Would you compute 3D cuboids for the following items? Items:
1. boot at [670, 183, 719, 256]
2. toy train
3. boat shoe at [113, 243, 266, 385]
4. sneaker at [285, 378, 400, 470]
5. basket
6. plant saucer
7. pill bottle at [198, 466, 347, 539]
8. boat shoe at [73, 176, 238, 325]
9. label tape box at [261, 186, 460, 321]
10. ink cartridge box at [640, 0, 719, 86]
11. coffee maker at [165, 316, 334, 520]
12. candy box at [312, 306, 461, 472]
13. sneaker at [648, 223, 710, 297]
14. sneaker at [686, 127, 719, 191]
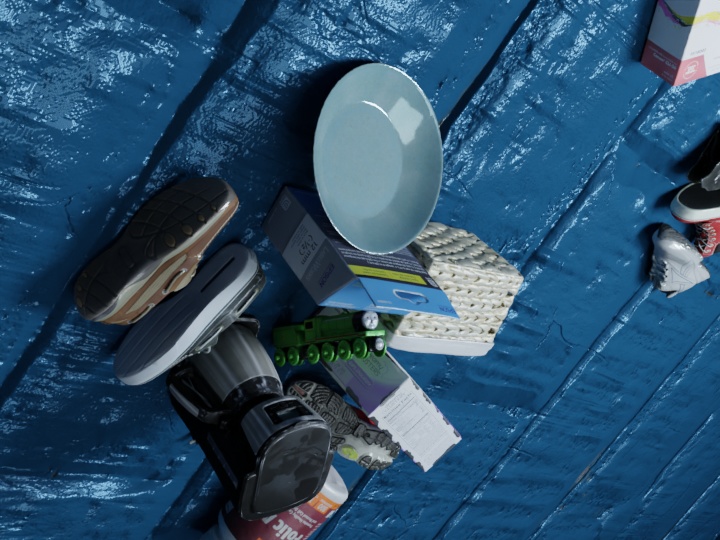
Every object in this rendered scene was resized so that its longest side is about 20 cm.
[{"bbox_3d":[0.551,-0.071,1.643,0.199,0.072,0.145,-14,136,-36],"label":"boot"},{"bbox_3d":[-0.040,0.079,1.191,0.041,0.199,0.057,0,82,-38],"label":"toy train"},{"bbox_3d":[-0.179,0.060,1.124,0.200,0.072,0.071,-41,138,-4],"label":"boat shoe"},{"bbox_3d":[-0.036,0.206,1.389,0.200,0.085,0.077,39,90,-30],"label":"sneaker"},{"bbox_3d":[0.087,0.016,1.269,0.199,0.136,0.124,10,115,-45],"label":"basket"},{"bbox_3d":[0.011,-0.119,1.100,0.200,0.038,0.203,-3,94,-45],"label":"plant saucer"},{"bbox_3d":[-0.123,0.338,1.404,0.200,0.114,0.114,-45,142,3],"label":"pill bottle"},{"bbox_3d":[-0.200,-0.017,1.040,0.199,0.076,0.072,-38,147,9],"label":"boat shoe"},{"bbox_3d":[0.000,0.000,1.119,0.143,0.200,0.066,9,125,-45],"label":"label tape box"},{"bbox_3d":[0.437,-0.344,1.281,0.116,0.068,0.201,-21,137,-26],"label":"ink cartridge box"},{"bbox_3d":[-0.124,0.183,1.186,0.134,0.200,0.193,-27,140,-17],"label":"coffee maker"},{"bbox_3d":[0.026,0.147,1.308,0.071,0.168,0.200,-42,142,-2],"label":"candy box"},{"bbox_3d":[0.510,-0.007,1.666,0.087,0.075,0.200,-42,142,8],"label":"sneaker"},{"bbox_3d":[0.582,-0.193,1.555,0.200,0.060,0.104,-51,134,1],"label":"sneaker"}]
